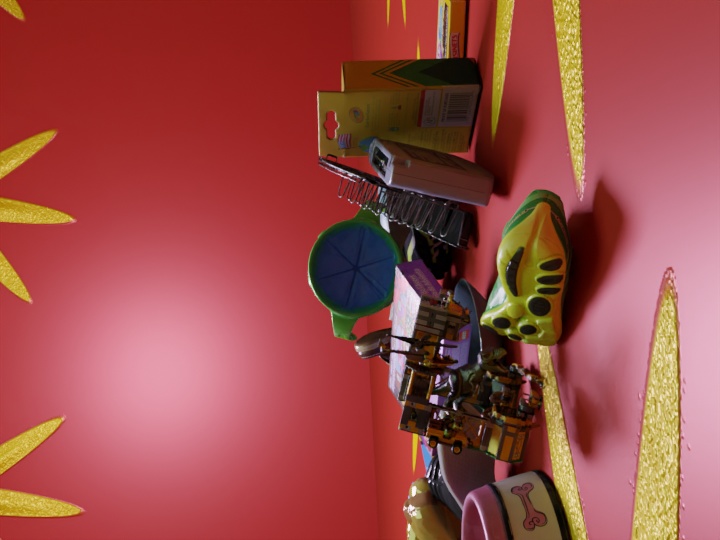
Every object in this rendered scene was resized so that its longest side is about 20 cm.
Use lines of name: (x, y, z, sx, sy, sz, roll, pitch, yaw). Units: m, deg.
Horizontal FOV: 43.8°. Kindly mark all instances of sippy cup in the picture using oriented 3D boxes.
sippy cup: (0.000, 0.000, 1.290, 0.140, 0.177, 0.130, 49, -177, 7)

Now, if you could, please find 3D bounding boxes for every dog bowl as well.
dog bowl: (0.147, 0.298, 0.867, 0.200, 0.073, 0.204, 178, 90, -86)

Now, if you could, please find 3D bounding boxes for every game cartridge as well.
game cartridge: (0.085, -0.117, 1.051, 0.200, 0.131, 0.042, -111, 30, -74)

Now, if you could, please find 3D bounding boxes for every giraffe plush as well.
giraffe plush: (0.070, 0.376, 1.093, 0.172, 0.161, 0.202, 35, -152, -56)

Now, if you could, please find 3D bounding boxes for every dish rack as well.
dish rack: (0.040, -0.091, 1.146, 0.153, 0.198, 0.055, 27, 99, 48)

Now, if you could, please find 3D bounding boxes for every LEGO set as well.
LEGO set: (0.103, 0.086, 0.846, 0.200, 0.152, 0.118, -26, -49, -75)

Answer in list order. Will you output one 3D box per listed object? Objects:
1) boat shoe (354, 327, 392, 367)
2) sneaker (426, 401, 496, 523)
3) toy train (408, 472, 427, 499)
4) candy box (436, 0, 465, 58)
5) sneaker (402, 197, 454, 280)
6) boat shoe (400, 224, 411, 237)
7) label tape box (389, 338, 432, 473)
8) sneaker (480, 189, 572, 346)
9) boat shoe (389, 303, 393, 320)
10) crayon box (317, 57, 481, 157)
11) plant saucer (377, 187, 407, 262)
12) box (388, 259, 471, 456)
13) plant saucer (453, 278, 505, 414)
boat shoe: (0.068, 0.121, 1.383, 0.199, 0.071, 0.073, -9, -92, -53)
sneaker: (0.103, 0.213, 0.998, 0.099, 0.070, 0.202, 29, 146, 54)
toy train: (0.123, 0.380, 1.268, 0.201, 0.085, 0.115, -102, 1, -54)
candy box: (0.120, -0.277, 1.216, 0.103, 0.026, 0.203, -93, 2, -60)
sneaker: (0.116, -0.041, 1.321, 0.083, 0.071, 0.201, 60, 167, 19)
boat shoe: (0.091, -0.151, 1.392, 0.072, 0.069, 0.204, -69, -18, -61)
label tape box: (0.109, 0.173, 1.234, 0.144, 0.062, 0.203, 130, 125, -74)
sneaker: (0.150, 0.004, 0.768, 0.201, 0.073, 0.084, 88, -158, -62)
boat shoe: (0.080, 0.046, 1.375, 0.201, 0.060, 0.073, 85, -161, -85)
crayon box: (0.043, -0.203, 1.124, 0.128, 0.197, 0.051, 94, 172, -58)
plant saucer: (0.069, -0.089, 1.458, 0.200, 0.027, 0.204, -4, -90, -66)
box: (0.081, 0.108, 1.101, 0.137, 0.039, 0.202, -126, 30, -49)
plant saucer: (0.142, 0.110, 1.062, 0.201, 0.038, 0.204, 176, 90, -86)
